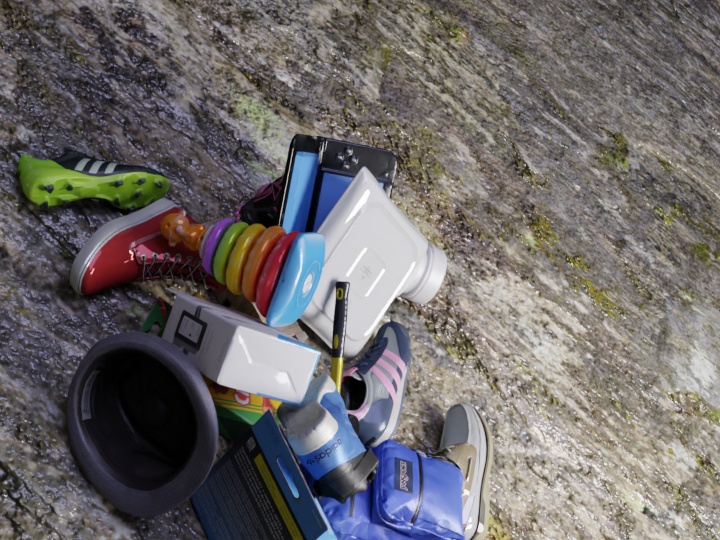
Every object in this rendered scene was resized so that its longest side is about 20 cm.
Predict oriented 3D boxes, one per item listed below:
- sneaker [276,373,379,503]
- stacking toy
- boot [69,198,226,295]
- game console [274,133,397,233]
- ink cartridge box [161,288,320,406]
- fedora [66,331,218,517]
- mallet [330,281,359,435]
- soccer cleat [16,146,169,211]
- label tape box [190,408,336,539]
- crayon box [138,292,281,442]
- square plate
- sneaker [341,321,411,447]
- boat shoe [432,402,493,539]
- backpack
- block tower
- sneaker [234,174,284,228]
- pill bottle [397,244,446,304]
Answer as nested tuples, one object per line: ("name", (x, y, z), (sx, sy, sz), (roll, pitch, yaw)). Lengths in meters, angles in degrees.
("sneaker", (-0.033, 0.192, 1.456), (0.112, 0.076, 0.200), (58, 0, -12))
("stacking toy", (-0.149, -0.020, 1.546), (0.198, 0.117, 0.110), (22, 6, 13))
("boot", (-0.240, -0.004, 1.576), (0.143, 0.073, 0.200), (33, 40, 18))
("game console", (-0.036, -0.062, 1.660), (0.174, 0.203, 0.116), (9, 7, -18))
("ink cartridge box", (-0.148, 0.084, 1.485), (0.115, 0.199, 0.069), (20, 91, -33))
("fedora", (-0.228, 0.165, 1.441), (0.200, 0.177, 0.090), (47, 11, 14))
("mallet", (-0.038, 0.116, 1.627), (0.041, 0.065, 0.203), (11, 75, -61))
("soccer cleat", (-0.332, -0.118, 1.637), (0.198, 0.068, 0.081), (-2, 46, -40))
("label tape box", (-0.094, 0.252, 1.421), (0.063, 0.200, 0.145), (-11, 64, -43))
("crayon box", (-0.176, 0.116, 1.580), (0.199, 0.051, 0.128), (35, 42, -11))
("square plate", (0.000, 0.000, 1.680), (0.028, 0.199, 0.200), (26, -13, 39))
("sneaker", (0.015, 0.134, 1.706), (0.082, 0.070, 0.201), (31, 41, -21))
("boat shoe", (0.125, 0.255, 1.695), (0.068, 0.075, 0.202), (25, 45, -29))
("backpack", (0.014, 0.275, 1.522), (0.198, 0.168, 0.164), (21, 39, -20))
("block tower", (-0.149, 0.023, 1.675), (0.058, 0.054, 0.201), (-21, 71, -46))
("sneaker", (-0.101, -0.086, 1.737), (0.079, 0.095, 0.200), (52, 22, -16))
("pill bottle", (0.016, -0.027, 1.807), (0.198, 0.111, 0.112), (24, 45, -23))
